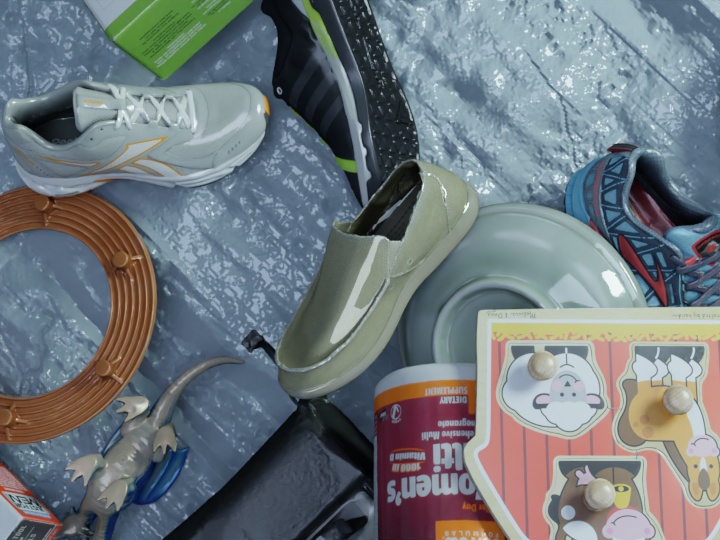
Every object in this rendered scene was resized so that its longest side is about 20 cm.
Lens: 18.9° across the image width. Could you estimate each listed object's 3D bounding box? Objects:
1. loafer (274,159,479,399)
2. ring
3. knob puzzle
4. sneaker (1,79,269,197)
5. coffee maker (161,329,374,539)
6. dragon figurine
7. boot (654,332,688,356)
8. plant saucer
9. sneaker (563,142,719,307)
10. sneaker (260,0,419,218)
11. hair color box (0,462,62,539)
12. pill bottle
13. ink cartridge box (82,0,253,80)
[{"bbox_3d":[0.000,0.000,1.524,0.200,0.076,0.068,-53,128,-13],"label":"loafer"},{"bbox_3d":[-0.247,0.029,1.610,0.200,0.019,0.201,-5,73,15],"label":"ring"},{"bbox_3d":[0.166,0.120,1.406,0.219,0.030,0.220,1,75,-4],"label":"knob puzzle"},{"bbox_3d":[-0.167,-0.105,1.581,0.199,0.092,0.076,-11,65,7],"label":"sneaker"},{"bbox_3d":[-0.076,0.188,1.577,0.200,0.135,0.192,-42,60,6],"label":"coffee maker"},{"bbox_3d":[-0.166,0.138,1.610,0.059,0.099,0.200,34,76,8],"label":"dragon figurine"},{"bbox_3d":[0.219,0.149,1.464,0.073,0.155,0.200,-3,122,-27],"label":"boot"},{"bbox_3d":[0.108,0.054,1.539,0.200,0.050,0.201,6,105,26],"label":"plant saucer"},{"bbox_3d":[0.222,0.001,1.519,0.079,0.096,0.200,-33,85,-34],"label":"sneaker"},{"bbox_3d":[-0.020,-0.130,1.592,0.083,0.072,0.200,-17,87,32],"label":"sneaker"},{"bbox_3d":[-0.329,0.165,1.606,0.200,0.064,0.111,41,97,26],"label":"hair color box"},{"bbox_3d":[0.064,0.170,1.456,0.109,0.110,0.201,-3,72,9],"label":"pill bottle"},{"bbox_3d":[-0.156,-0.266,1.600,0.148,0.076,0.200,-40,59,8],"label":"ink cartridge box"}]
